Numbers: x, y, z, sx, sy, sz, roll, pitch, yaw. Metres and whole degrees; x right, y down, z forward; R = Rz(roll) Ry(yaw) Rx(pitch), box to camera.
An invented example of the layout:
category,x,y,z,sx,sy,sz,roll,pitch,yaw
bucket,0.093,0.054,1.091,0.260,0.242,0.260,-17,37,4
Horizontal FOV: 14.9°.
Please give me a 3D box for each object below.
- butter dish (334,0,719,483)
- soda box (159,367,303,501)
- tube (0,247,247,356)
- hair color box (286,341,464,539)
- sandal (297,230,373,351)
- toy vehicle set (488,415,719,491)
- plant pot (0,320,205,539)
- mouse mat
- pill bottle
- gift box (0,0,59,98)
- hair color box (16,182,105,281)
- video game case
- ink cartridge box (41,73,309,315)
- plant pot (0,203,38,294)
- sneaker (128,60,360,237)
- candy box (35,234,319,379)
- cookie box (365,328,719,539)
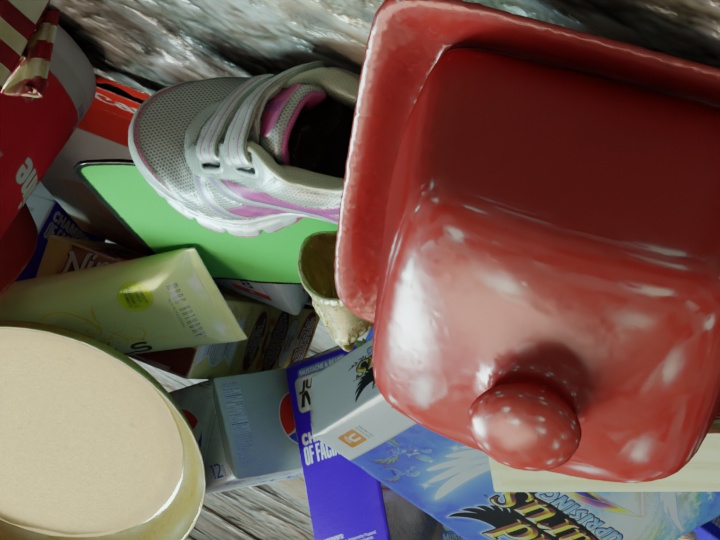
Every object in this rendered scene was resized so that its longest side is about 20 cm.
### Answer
category,x,y,z,sx,sy,sz,roll,pitch,yaw
butter dish,0.078,0.015,1.095,0.199,0.148,0.200,15,138,4
soda box,-0.039,0.094,1.695,0.068,0.064,0.200,-20,171,40
tube,-0.170,0.027,1.593,0.199,0.052,0.058,-9,175,20
hair color box,0.029,0.147,1.636,0.065,0.201,0.109,-23,162,39
sandal,0.003,-0.004,1.446,0.069,0.078,0.212,30,153,3
toy vehicle set,0.172,0.068,1.241,0.199,0.027,0.124,-4,-168,36
plant pot,-0.185,0.101,1.606,0.199,0.028,0.201,6,131,7
mouse mat,-0.039,-0.024,1.493,0.199,0.008,0.161,3,158,20
pill bottle,-0.235,-0.050,1.456,0.112,0.200,0.112,27,159,12
gift box,-0.257,-0.130,1.252,0.184,0.201,0.187,21,167,45
hair color box,-0.239,0.011,1.711,0.109,0.201,0.065,16,164,37
video game case,0.106,0.076,1.407,0.181,0.046,0.200,-33,128,30
ink cartridge box,-0.119,-0.051,1.580,0.162,0.050,0.200,21,168,22
plant pot,-0.309,-0.052,1.587,0.200,0.200,0.183,9,128,53
sneaker,-0.033,-0.064,1.320,0.199,0.082,0.088,9,158,31
candy box,-0.112,0.026,1.710,0.115,0.056,0.200,21,-177,18
cookie box,0.119,0.090,1.560,0.200,0.075,0.171,36,158,-32
